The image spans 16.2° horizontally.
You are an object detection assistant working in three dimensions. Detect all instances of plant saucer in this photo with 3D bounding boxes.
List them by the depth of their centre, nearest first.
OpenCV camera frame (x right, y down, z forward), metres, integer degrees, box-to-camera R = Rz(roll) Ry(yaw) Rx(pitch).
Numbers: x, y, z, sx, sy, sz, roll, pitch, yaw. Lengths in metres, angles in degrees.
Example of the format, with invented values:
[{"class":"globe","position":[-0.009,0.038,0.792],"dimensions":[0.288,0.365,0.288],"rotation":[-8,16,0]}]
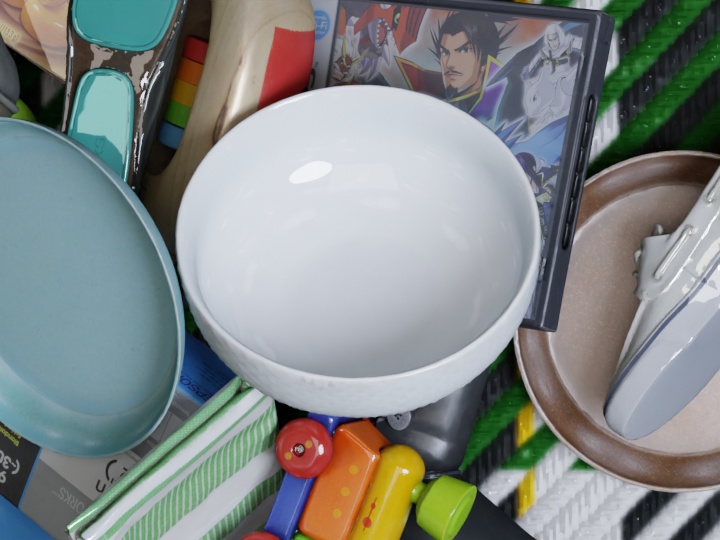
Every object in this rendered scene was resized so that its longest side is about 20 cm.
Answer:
[{"class":"plant saucer","position":[-0.170,0.007,1.403],"dimensions":[0.199,0.027,0.202],"rotation":[17,120,32]},{"class":"plant saucer","position":[0.190,0.029,1.505],"dimensions":[0.198,0.034,0.202],"rotation":[0,94,7]}]

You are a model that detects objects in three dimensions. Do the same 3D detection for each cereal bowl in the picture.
[{"class":"cereal bowl","position":[0.000,0.000,1.391],"dimensions":[0.198,0.084,0.201],"rotation":[-2,54,3]}]

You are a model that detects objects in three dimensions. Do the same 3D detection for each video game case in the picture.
[{"class":"video game case","position":[0.038,-0.069,1.467],"dimensions":[0.199,0.025,0.182],"rotation":[9,85,30]}]

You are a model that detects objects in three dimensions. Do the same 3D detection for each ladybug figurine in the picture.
[{"class":"ladybug figurine","position":[-0.079,-0.098,1.486],"dimensions":[0.071,0.136,0.201],"rotation":[13,104,-25]}]

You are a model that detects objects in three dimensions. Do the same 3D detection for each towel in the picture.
[{"class":"towel","position":[-0.094,0.154,1.441],"dimensions":[0.023,0.201,0.152],"rotation":[35,64,27]}]

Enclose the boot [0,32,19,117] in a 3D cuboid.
[{"class":"boot","position":[-0.195,-0.212,1.458],"dimensions":[0.200,0.073,0.182],"rotation":[-41,101,-7]}]

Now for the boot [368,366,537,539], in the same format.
[{"class":"boot","position":[0.064,0.079,1.492],"dimensions":[0.164,0.066,0.202],"rotation":[16,93,21]}]

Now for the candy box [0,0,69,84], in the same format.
[{"class":"candy box","position":[-0.150,-0.215,1.514],"dimensions":[0.115,0.055,0.201],"rotation":[32,97,2]}]

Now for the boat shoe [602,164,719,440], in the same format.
[{"class":"boat shoe","position":[0.192,0.002,1.461],"dimensions":[0.070,0.071,0.201],"rotation":[38,101,30]}]

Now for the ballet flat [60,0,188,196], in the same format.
[{"class":"ballet flat","position":[-0.138,-0.124,1.459],"dimensions":[0.067,0.068,0.202],"rotation":[16,100,4]}]

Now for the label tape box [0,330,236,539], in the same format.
[{"class":"label tape box","position":[-0.157,0.119,1.488],"dimensions":[0.143,0.066,0.201],"rotation":[35,113,23]}]

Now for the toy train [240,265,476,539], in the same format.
[{"class":"toy train","position":[0.016,0.112,1.439],"dimensions":[0.115,0.085,0.201],"rotation":[25,100,19]}]

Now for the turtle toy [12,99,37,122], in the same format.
[{"class":"turtle toy","position":[-0.252,-0.014,1.510],"dimensions":[0.145,0.101,0.201],"rotation":[29,97,-30]}]
